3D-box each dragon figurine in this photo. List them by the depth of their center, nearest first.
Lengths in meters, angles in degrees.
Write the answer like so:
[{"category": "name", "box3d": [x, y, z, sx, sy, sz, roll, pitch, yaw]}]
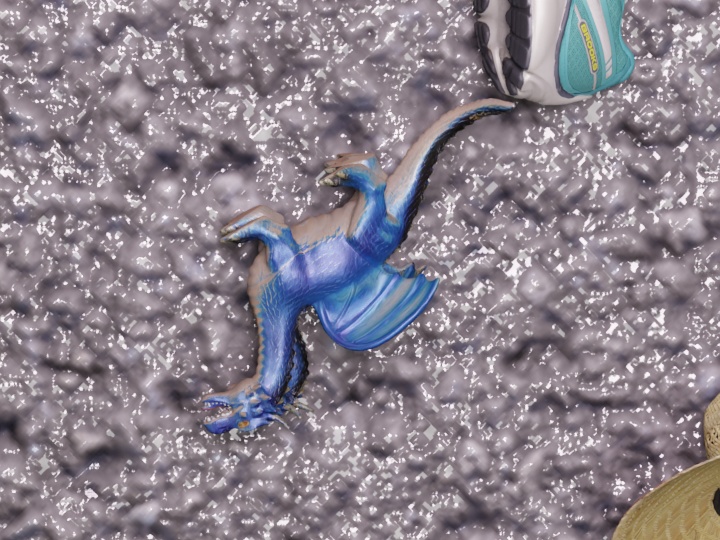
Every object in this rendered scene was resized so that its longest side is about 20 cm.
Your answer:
[{"category": "dragon figurine", "box3d": [0.000, 0.000, 1.092, 0.200, 0.059, 0.099, -31, 100, 0]}]

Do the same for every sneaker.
[{"category": "sneaker", "box3d": [0.098, -0.178, 1.081, 0.080, 0.078, 0.200, -4, 104, -25]}]

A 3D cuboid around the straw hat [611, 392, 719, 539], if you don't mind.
[{"category": "straw hat", "box3d": [0.214, 0.085, 1.111, 0.201, 0.201, 0.085, -2, 57, -6]}]
